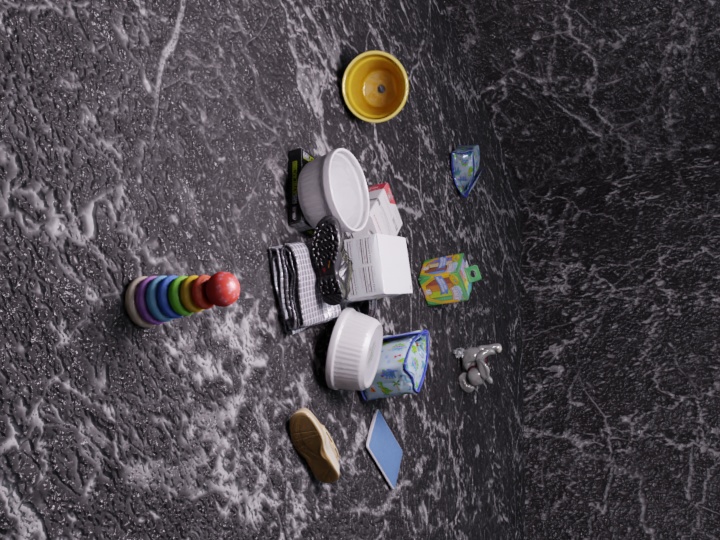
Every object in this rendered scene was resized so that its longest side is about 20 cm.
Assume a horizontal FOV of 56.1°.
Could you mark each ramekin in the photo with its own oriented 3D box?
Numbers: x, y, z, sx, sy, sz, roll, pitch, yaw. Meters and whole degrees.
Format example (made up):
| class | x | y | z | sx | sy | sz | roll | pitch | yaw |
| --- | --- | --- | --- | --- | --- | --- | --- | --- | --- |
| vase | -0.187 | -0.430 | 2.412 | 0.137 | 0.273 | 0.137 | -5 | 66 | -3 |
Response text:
| class | x | y | z | sx | sy | sz | roll | pitch | yaw |
| --- | --- | --- | --- | --- | --- | --- | --- | --- | --- |
| ramekin | -0.068 | -0.183 | 1.631 | 0.200 | 0.104 | 0.203 | 33 | 51 | -55 |
| ramekin | -0.010 | 0.198 | 1.651 | 0.202 | 0.093 | 0.206 | 10 | 90 | -75 |

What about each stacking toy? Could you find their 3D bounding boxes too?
| class | x | y | z | sx | sy | sz | roll | pitch | yaw |
| --- | --- | --- | --- | --- | --- | --- | --- | --- | --- |
| stacking toy | -0.279 | 0.037 | 1.087 | 0.085 | 0.197 | 0.087 | 36 | 49 | -56 |

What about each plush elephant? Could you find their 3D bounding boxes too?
| class | x | y | z | sx | sy | sz | roll | pitch | yaw |
| --- | --- | --- | --- | --- | --- | --- | --- | --- | --- |
| plush elephant | 0.450 | 0.375 | 2.582 | 0.198 | 0.165 | 0.157 | 7 | 57 | -35 |

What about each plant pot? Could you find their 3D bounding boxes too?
| class | x | y | z | sx | sy | sz | roll | pitch | yaw |
| --- | --- | --- | --- | --- | --- | --- | --- | --- | --- |
| plant pot | 0.053 | -0.553 | 2.046 | 0.189 | 0.198 | 0.204 | -58 | 134 | -74 |

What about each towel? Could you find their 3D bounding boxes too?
| class | x | y | z | sx | sy | sz | roll | pitch | yaw |
| --- | --- | --- | --- | --- | --- | --- | --- | --- | --- |
| towel | -0.125 | 0.034 | 1.555 | 0.165 | 0.084 | 0.204 | -14 | 94 | -64 |

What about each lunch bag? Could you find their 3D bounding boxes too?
| class | x | y | z | sx | sy | sz | roll | pitch | yaw |
| --- | --- | --- | --- | --- | --- | --- | --- | --- | --- |
| lunch bag | 0.088 | 0.236 | 1.820 | 0.129 | 0.168 | 0.201 | 66 | 29 | -22 |
| lunch bag | 0.468 | -0.439 | 2.968 | 0.170 | 0.125 | 0.203 | -46 | 135 | -63 |

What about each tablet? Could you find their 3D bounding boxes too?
| class | x | y | z | sx | sy | sz | roll | pitch | yaw |
| --- | --- | --- | --- | --- | --- | --- | --- | --- | --- |
| tablet | 0.067 | 0.498 | 1.879 | 0.202 | 0.013 | 0.131 | 62 | 30 | -32 |

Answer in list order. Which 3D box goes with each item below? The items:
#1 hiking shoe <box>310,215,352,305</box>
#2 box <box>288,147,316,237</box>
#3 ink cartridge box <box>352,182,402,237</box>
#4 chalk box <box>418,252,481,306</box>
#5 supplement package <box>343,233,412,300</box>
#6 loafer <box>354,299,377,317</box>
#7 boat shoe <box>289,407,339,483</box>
| class | x | y | z | sx | sy | sz | roll | pitch | yaw |
| --- | --- | --- | --- | --- | --- | --- | --- | --- | --- |
| hiking shoe | -0.061 | -0.025 | 1.552 | 0.101 | 0.074 | 0.204 | -14 | 101 | -71 |
| box | -0.113 | -0.179 | 1.707 | 0.199 | 0.047 | 0.196 | 28 | 54 | -59 |
| ink cartridge box | 0.043 | -0.143 | 1.980 | 0.148 | 0.082 | 0.201 | 68 | 28 | -25 |
| chalk box | 0.321 | 0.029 | 2.374 | 0.126 | 0.197 | 0.125 | 65 | 29 | -28 |
| supplement package | 0.000 | 0.000 | 1.699 | 0.191 | 0.197 | 0.150 | 3 | 79 | -65 |
| loafer | -0.004 | 0.034 | 1.852 | 0.062 | 0.071 | 0.203 | 8 | 66 | -43 |
| boat shoe | -0.101 | 0.380 | 1.508 | 0.069 | 0.073 | 0.202 | -77 | 150 | -61 |
